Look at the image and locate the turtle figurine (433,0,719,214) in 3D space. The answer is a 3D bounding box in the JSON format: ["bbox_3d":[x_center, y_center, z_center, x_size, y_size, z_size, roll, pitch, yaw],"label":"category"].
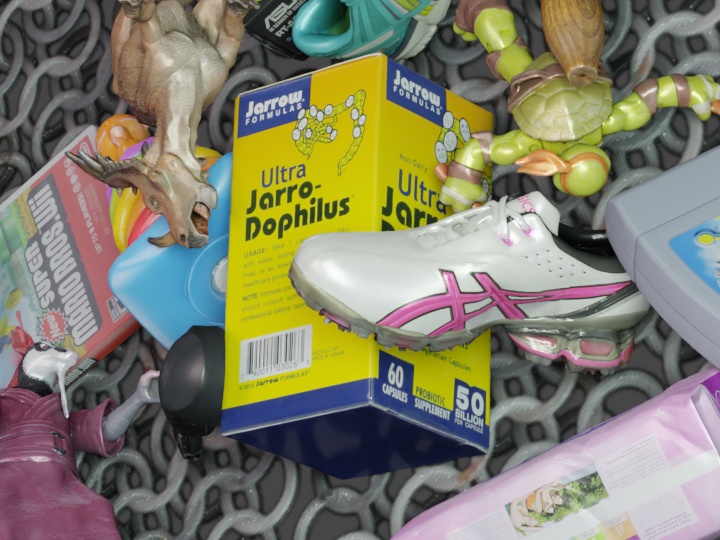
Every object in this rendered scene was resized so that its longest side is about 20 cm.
[{"bbox_3d":[0.096,-0.090,1.512,0.199,0.065,0.162,-21,48,6],"label":"turtle figurine"}]

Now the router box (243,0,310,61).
[{"bbox_3d":[-0.009,-0.247,1.693,0.200,0.062,0.150,-41,51,21],"label":"router box"}]

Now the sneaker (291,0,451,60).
[{"bbox_3d":[0.016,-0.174,1.575,0.200,0.079,0.078,118,139,-55],"label":"sneaker"}]

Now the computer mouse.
[{"bbox_3d":[-0.099,0.070,1.586,0.200,0.034,0.059,119,154,-75],"label":"computer mouse"}]

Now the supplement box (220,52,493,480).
[{"bbox_3d":[0.000,0.000,1.560,0.109,0.109,0.201,-14,66,36],"label":"supplement box"}]

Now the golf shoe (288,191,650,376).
[{"bbox_3d":[0.059,-0.006,1.448,0.073,0.199,0.092,-124,45,-54],"label":"golf shoe"}]

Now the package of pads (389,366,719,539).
[{"bbox_3d":[0.119,0.117,1.406,0.199,0.120,0.076,-30,86,28],"label":"package of pads"}]

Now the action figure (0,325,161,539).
[{"bbox_3d":[-0.190,0.124,1.689,0.201,0.133,0.149,-96,26,-42],"label":"action figure"}]

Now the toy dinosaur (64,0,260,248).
[{"bbox_3d":[-0.114,-0.109,1.603,0.200,0.085,0.136,-94,21,-61],"label":"toy dinosaur"}]

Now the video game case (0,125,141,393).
[{"bbox_3d":[-0.213,0.021,1.793,0.200,0.017,0.143,-39,53,23],"label":"video game case"}]

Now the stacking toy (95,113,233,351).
[{"bbox_3d":[-0.113,-0.040,1.688,0.116,0.110,0.200,-44,38,0],"label":"stacking toy"}]

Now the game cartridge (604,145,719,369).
[{"bbox_3d":[0.216,0.003,1.375,0.133,0.041,0.200,-28,45,-22],"label":"game cartridge"}]

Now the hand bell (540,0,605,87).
[{"bbox_3d":[0.106,-0.177,1.514,0.104,0.104,0.201,-32,43,27],"label":"hand bell"}]
